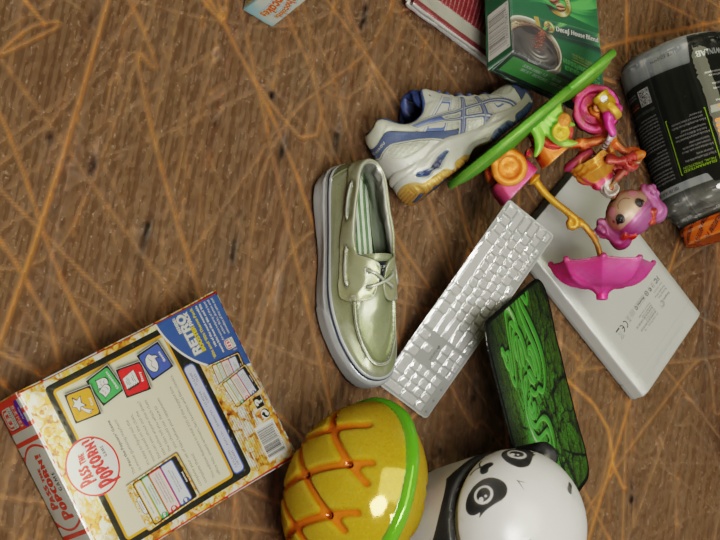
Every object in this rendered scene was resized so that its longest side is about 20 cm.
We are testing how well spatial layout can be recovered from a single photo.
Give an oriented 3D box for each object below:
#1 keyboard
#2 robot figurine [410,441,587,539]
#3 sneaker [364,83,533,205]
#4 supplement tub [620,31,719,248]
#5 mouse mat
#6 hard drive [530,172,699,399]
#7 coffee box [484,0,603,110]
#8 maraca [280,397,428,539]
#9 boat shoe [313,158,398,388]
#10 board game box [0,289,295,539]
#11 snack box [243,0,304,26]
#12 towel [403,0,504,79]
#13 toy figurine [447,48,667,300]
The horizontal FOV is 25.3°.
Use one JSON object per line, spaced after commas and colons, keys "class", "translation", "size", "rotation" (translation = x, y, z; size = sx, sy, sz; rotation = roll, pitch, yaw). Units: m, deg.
{"class": "keyboard", "translation": [0.095, 0.034, 1.430], "size": [0.056, 0.011, 0.201], "rotation": [36, 88, -23]}
{"class": "robot figurine", "translation": [0.095, 0.214, 1.311], "size": [0.123, 0.199, 0.152], "rotation": [9, 69, -31]}
{"class": "sneaker", "translation": [0.086, -0.144, 1.507], "size": [0.088, 0.075, 0.199], "rotation": [52, 48, 2]}
{"class": "supplement tub", "translation": [0.351, -0.133, 1.655], "size": [0.121, 0.122, 0.203], "rotation": [-9, 80, -36]}
{"class": "mouse mat", "translation": [0.161, 0.121, 1.445], "size": [0.161, 0.007, 0.203], "rotation": [-33, 109, -61]}
{"class": "hard drive", "translation": [0.244, 0.009, 1.593], "size": [0.201, 0.027, 0.132], "rotation": [51, 54, -11]}
{"class": "coffee box", "translation": [0.179, -0.267, 1.587], "size": [0.122, 0.044, 0.202], "rotation": [21, 55, -29]}
{"class": "maraca", "translation": [-0.013, 0.197, 1.269], "size": [0.106, 0.137, 0.202], "rotation": [25, 83, -32]}
{"class": "boat shoe", "translation": [0.000, 0.000, 1.405], "size": [0.071, 0.062, 0.203], "rotation": [-2, 77, -35]}
{"class": "board game box", "translation": [-0.163, 0.125, 1.260], "size": [0.199, 0.046, 0.153], "rotation": [-27, 91, -38]}
{"class": "snack box", "translation": [-0.044, -0.332, 1.454], "size": [0.037, 0.116, 0.202], "rotation": [25, 62, -25]}
{"class": "towel", "translation": [0.122, -0.309, 1.621], "size": [0.143, 0.023, 0.202], "rotation": [31, 61, -25]}
{"class": "toy figurine", "translation": [0.212, -0.071, 1.491], "size": [0.199, 0.150, 0.185], "rotation": [-39, 91, -2]}
